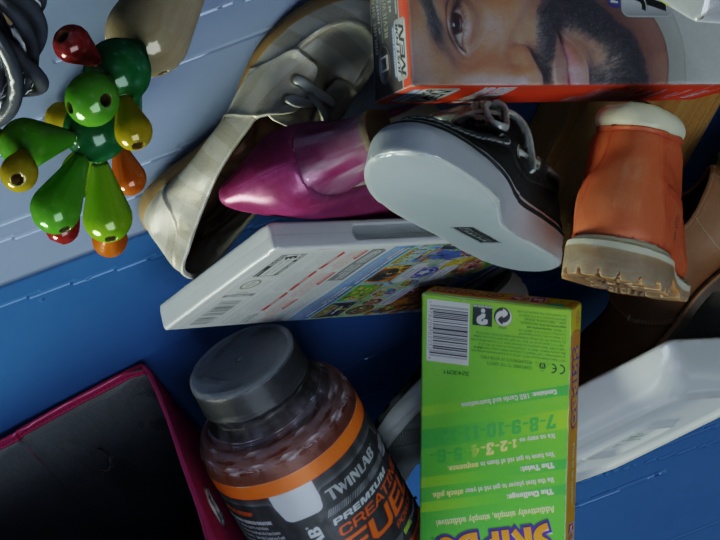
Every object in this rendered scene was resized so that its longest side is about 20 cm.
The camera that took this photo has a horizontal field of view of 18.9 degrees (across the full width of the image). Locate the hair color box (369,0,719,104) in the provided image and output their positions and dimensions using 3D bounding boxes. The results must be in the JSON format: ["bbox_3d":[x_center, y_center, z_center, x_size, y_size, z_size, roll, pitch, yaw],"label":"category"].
[{"bbox_3d":[0.106,-0.149,1.174,0.199,0.111,0.064,-3,177,-19],"label":"hair color box"}]

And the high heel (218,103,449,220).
[{"bbox_3d":[0.000,-0.051,1.237,0.096,0.068,0.200,-20,175,21],"label":"high heel"}]

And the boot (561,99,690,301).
[{"bbox_3d":[0.156,-0.038,1.223,0.075,0.108,0.200,8,176,7],"label":"boot"}]

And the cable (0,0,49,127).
[{"bbox_3d":[-0.239,-0.110,1.006,0.199,0.051,0.163,-17,127,20],"label":"cable"}]

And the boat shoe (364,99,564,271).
[{"bbox_3d":[0.063,-0.057,1.162,0.073,0.068,0.199,0,165,31],"label":"boat shoe"}]

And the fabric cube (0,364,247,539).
[{"bbox_3d":[-0.154,0.222,1.369,0.199,0.197,0.200,-28,136,5],"label":"fabric cube"}]

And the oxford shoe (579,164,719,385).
[{"bbox_3d":[0.180,0.004,1.354,0.071,0.071,0.200,30,124,-15],"label":"oxford shoe"}]

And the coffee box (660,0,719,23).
[{"bbox_3d":[0.220,-0.234,1.052,0.199,0.198,0.200,2,113,-24],"label":"coffee box"}]

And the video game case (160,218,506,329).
[{"bbox_3d":[0.000,0.000,1.278,0.199,0.018,0.143,-3,162,-33],"label":"video game case"}]

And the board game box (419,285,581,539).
[{"bbox_3d":[0.083,0.113,1.312,0.095,0.030,0.201,6,103,22],"label":"board game box"}]

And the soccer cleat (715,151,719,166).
[{"bbox_3d":[0.255,-0.092,1.345,0.084,0.065,0.200,29,126,-6],"label":"soccer cleat"}]

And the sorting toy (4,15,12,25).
[{"bbox_3d":[-0.278,-0.146,1.056,0.198,0.070,0.200,26,119,-38],"label":"sorting toy"}]

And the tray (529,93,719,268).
[{"bbox_3d":[0.157,-0.085,1.316,0.098,0.037,0.200,5,130,-26],"label":"tray"}]

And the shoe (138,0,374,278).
[{"bbox_3d":[-0.050,-0.075,1.229,0.070,0.053,0.200,24,120,-37],"label":"shoe"}]

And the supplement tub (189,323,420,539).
[{"bbox_3d":[-0.032,0.131,1.349,0.107,0.107,0.200,-26,119,4],"label":"supplement tub"}]

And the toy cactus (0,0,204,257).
[{"bbox_3d":[-0.136,-0.095,1.133,0.165,0.102,0.200,-63,172,-14],"label":"toy cactus"}]

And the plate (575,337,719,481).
[{"bbox_3d":[0.167,0.097,1.391,0.200,0.032,0.199,-30,164,29],"label":"plate"}]

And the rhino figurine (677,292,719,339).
[{"bbox_3d":[0.221,0.036,1.431,0.200,0.060,0.087,-31,157,28],"label":"rhino figurine"}]

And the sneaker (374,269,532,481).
[{"bbox_3d":[0.064,0.087,1.388,0.079,0.074,0.200,39,131,2],"label":"sneaker"}]
